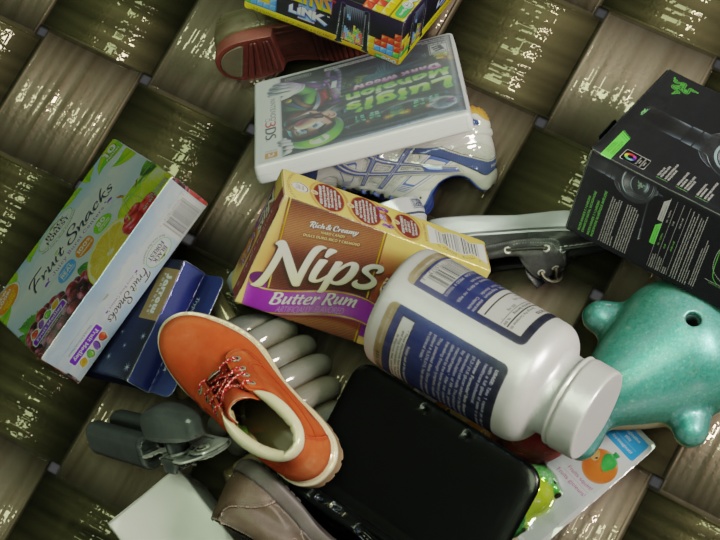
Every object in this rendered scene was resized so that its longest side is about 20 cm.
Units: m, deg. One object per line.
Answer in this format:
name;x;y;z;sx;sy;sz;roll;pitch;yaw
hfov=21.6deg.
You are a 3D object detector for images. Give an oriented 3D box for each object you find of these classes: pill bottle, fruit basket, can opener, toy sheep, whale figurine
pill bottle;0.112;0.073;1.570;0.200;0.111;0.111;30;80;22
fruit basket;0.125;0.150;1.654;0.200;0.094;0.185;-40;70;-8
can opener;-0.184;0.137;1.663;0.053;0.200;0.067;-24;106;-31
toy sheep;-0.086;0.108;1.683;0.138;0.138;0.200;-29;86;-1
whale figurine;0.247;0.082;1.626;0.200;0.104;0.159;-26;67;-21

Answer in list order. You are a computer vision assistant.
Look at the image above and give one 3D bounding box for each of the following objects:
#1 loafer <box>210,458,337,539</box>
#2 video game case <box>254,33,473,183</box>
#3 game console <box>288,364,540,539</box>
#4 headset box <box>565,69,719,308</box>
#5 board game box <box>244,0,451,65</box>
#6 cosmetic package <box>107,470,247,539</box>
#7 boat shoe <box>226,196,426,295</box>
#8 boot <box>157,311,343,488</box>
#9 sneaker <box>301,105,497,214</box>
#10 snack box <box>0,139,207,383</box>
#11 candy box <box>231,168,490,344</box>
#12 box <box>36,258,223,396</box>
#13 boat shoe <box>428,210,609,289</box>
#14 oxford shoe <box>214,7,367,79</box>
loafer;-0.050;0.250;1.591;0.200;0.073;0.071;45;76;1
video game case;-0.001;-0.154;1.750;0.200;0.023;0.182;-14;30;5
game console;0.051;0.208;1.603;0.200;0.176;0.116;31;63;30
headset box;0.299;-0.072;1.652;0.200;0.093;0.174;29;42;18
board game box;0.009;-0.293;1.785;0.165;0.057;0.200;23;46;14
cosmetic package;-0.121;0.280;1.646;0.085;0.108;0.200;-39;72;-2
boat shoe;-0.028;-0.004;1.730;0.200;0.074;0.065;-23;76;19
boot;-0.104;0.097;1.572;0.200;0.107;0.075;40;91;21
sneaker;0.030;-0.088;1.754;0.200;0.075;0.088;-15;93;12
snack box;-0.241;-0.012;1.721;0.200;0.053;0.142;-54;33;-4
candy box;0.000;0.000;1.668;0.200;0.056;0.117;19;117;-16
box;-0.212;0.044;1.718;0.200;0.032;0.121;8;69;50
boat shoe;0.155;-0.016;1.715;0.200;0.070;0.066;-1;79;10
oxford shoe;-0.046;-0.245;1.823;0.200;0.070;0.075;-10;52;-2
